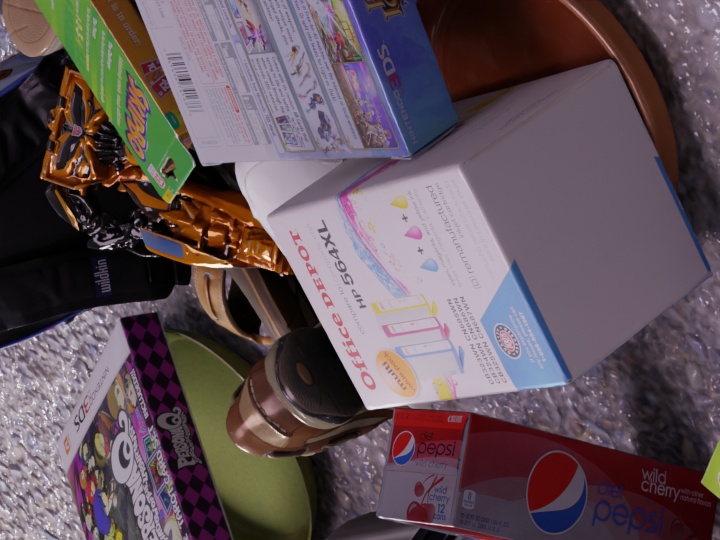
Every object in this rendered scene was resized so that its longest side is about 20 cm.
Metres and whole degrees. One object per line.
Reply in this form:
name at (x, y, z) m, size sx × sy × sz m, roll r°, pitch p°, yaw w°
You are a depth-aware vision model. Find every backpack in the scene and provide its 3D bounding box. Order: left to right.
backpack at (-0.241, -0.044, 1.694) m, size 0.154 × 0.190 × 0.201 m, roll 10°, pitch 126°, yaw 61°

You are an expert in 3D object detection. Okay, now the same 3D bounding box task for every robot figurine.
robot figurine at (-0.114, -0.072, 1.575) m, size 0.199 × 0.058 × 0.146 m, roll 17°, pitch 97°, yaw 24°

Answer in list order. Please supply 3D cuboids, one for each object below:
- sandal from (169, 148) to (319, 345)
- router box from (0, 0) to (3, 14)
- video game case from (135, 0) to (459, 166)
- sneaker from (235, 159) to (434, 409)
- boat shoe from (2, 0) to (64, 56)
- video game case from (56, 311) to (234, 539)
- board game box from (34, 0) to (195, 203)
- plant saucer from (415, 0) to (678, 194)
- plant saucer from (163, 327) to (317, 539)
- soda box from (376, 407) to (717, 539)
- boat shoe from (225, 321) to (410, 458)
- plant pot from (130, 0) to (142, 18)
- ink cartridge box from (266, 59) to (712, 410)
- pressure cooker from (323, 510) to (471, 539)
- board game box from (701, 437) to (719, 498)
sandal at (-0.083, 0.002, 1.630) m, size 0.054 × 0.080 × 0.200 m, roll -43°, pitch 75°, yaw 16°
router box at (-0.267, -0.211, 1.599) m, size 0.049 × 0.179 × 0.200 m, roll 47°, pitch 145°, yaw 12°
video game case at (-0.052, -0.155, 1.342) m, size 0.181 × 0.045 × 0.201 m, roll 2°, pitch 120°, yaw 51°
sneaker at (0.000, 0.000, 1.477) m, size 0.078 × 0.100 × 0.200 m, roll -32°, pitch 118°, yaw 23°
boat shoe at (-0.148, -0.207, 1.561) m, size 0.072 × 0.065 × 0.200 m, roll 54°, pitch 127°, yaw 17°
video game case at (-0.149, 0.160, 1.762) m, size 0.182 × 0.036 × 0.201 m, roll -57°, pitch 46°, yaw 52°
board game box at (-0.151, -0.138, 1.500) m, size 0.201 × 0.030 × 0.096 m, roll 60°, pitch 161°, yaw 5°
plant saucer at (0.094, -0.085, 1.395) m, size 0.200 × 0.032 × 0.201 m, roll 32°, pitch 139°, yaw 32°
plant saucer at (-0.096, 0.123, 1.795) m, size 0.199 × 0.031 × 0.201 m, roll 30°, pitch 137°, yaw 33°
soda box at (0.107, 0.125, 1.413) m, size 0.070 × 0.199 × 0.064 m, roll 0°, pitch 77°, yaw 50°
boat shoe at (-0.024, 0.071, 1.528) m, size 0.074 × 0.200 × 0.076 m, roll -39°, pitch 76°, yaw 19°
plant pot at (-0.057, -0.194, 1.435) m, size 0.200 × 0.093 × 0.202 m, roll 31°, pitch 139°, yaw 31°
ink cartridge box at (0.059, -0.013, 1.360) m, size 0.199 × 0.125 × 0.129 m, roll -13°, pitch 108°, yaw 53°
pressure cooker at (0.067, 0.221, 1.558) m, size 0.176 × 0.179 × 0.200 m, roll 44°, pitch 149°, yaw -20°
board game box at (0.264, 0.081, 1.313) m, size 0.134 × 0.045 × 0.201 m, roll 40°, pitch 142°, yaw 22°
